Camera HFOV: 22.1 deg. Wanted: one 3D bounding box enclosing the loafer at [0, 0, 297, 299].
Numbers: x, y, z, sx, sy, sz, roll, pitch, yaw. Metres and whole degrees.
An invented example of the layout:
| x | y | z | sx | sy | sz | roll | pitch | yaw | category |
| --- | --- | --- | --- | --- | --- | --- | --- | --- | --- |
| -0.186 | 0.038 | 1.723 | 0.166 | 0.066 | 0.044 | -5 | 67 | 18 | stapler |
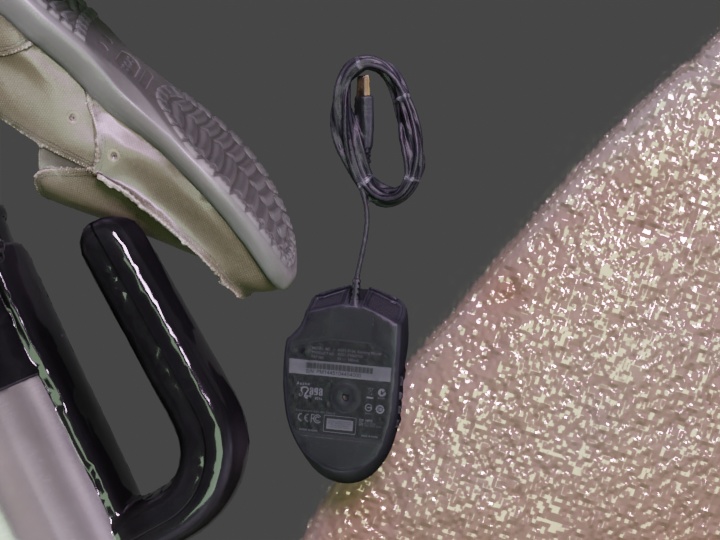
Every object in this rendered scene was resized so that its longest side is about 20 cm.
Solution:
| x | y | z | sx | sy | sz | roll | pitch | yaw | category |
| --- | --- | --- | --- | --- | --- | --- | --- | --- | --- |
| -0.111 | -0.056 | 0.838 | 0.200 | 0.075 | 0.070 | 44 | 106 | -5 | loafer |

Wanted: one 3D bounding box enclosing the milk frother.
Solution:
| x | y | z | sx | sy | sz | roll | pitch | yaw | category |
| --- | --- | --- | --- | --- | --- | --- | --- | --- | --- |
| -0.164 | 0.073 | 0.756 | 0.180 | 0.200 | 0.189 | -29 | 87 | 28 | milk frother |

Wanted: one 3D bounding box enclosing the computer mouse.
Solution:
| x | y | z | sx | sy | sz | roll | pitch | yaw | category |
| --- | --- | --- | --- | --- | --- | --- | --- | --- | --- |
| 0.000 | 0.000 | 0.873 | 0.058 | 0.034 | 0.202 | 7 | 94 | 12 | computer mouse |
